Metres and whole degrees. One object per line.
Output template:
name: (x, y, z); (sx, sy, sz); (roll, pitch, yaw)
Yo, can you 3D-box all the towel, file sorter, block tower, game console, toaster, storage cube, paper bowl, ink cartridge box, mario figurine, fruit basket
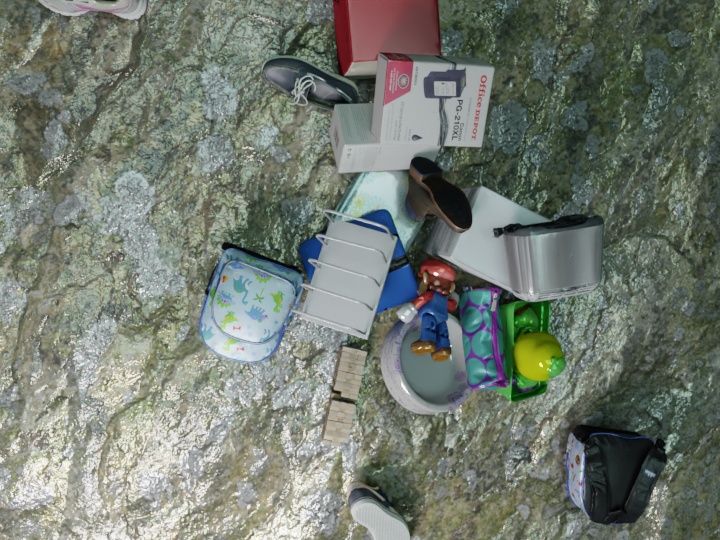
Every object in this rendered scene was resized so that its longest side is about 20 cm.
towel: (0.044, -0.120, 1.308); (0.170, 0.048, 0.202); (31, 89, -13)
file sorter: (-0.029, 0.004, 1.169); (0.137, 0.125, 0.203); (16, 83, 11)
block tower: (-0.035, 0.254, 1.318); (0.053, 0.058, 0.204); (12, 94, -10)
game console: (0.000, 0.000, 1.288); (0.197, 0.118, 0.173); (-22, 77, 4)
toaster: (0.333, -0.023, 1.125); (0.196, 0.114, 0.132); (-9, 98, -10)
storage cube: (0.043, -0.474, 1.217); (0.196, 0.171, 0.183); (-7, 97, -9)
paper bowl: (0.132, 0.186, 1.294); (0.197, 0.104, 0.204); (8, 71, -24)
ink cartridge box: (0.128, -0.305, 1.148); (0.196, 0.085, 0.147); (-1, 116, -13)
mario figurine: (0.134, 0.073, 1.239); (0.104, 0.124, 0.203); (-3, 62, 19)
fruit basket: (0.346, 0.161, 1.286); (0.154, 0.214, 0.220); (-3, 96, -40)

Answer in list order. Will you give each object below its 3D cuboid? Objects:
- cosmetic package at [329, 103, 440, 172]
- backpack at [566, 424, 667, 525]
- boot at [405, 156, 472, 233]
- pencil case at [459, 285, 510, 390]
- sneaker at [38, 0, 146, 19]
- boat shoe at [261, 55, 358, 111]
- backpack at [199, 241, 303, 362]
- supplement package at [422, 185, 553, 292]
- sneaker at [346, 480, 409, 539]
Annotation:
cosmetic package: (0.048, -0.261, 1.247); (0.196, 0.085, 0.109); (-4, 60, -15)
backpack: (0.528, 0.437, 1.374); (0.196, 0.154, 0.194); (8, 85, -3)
boot: (0.144, -0.117, 1.206); (0.074, 0.201, 0.098); (-8, 138, -22)
pencil case: (0.244, 0.132, 1.257); (0.084, 0.092, 0.204); (3, 75, -27)
sneaker: (-0.498, -0.515, 1.168); (0.196, 0.088, 0.083); (-1, 94, -9)
boat shoe: (-0.099, -0.356, 1.249); (0.197, 0.063, 0.075); (19, 136, -15)
backpack: (-0.216, 0.072, 1.229); (0.180, 0.147, 0.203); (20, 94, -8)
supplement package: (0.256, -0.058, 1.267); (0.189, 0.200, 0.149); (25, 90, -11)
sneaker: (0.038, 0.511, 1.344); (0.078, 0.080, 0.201); (-33, 123, 0)
